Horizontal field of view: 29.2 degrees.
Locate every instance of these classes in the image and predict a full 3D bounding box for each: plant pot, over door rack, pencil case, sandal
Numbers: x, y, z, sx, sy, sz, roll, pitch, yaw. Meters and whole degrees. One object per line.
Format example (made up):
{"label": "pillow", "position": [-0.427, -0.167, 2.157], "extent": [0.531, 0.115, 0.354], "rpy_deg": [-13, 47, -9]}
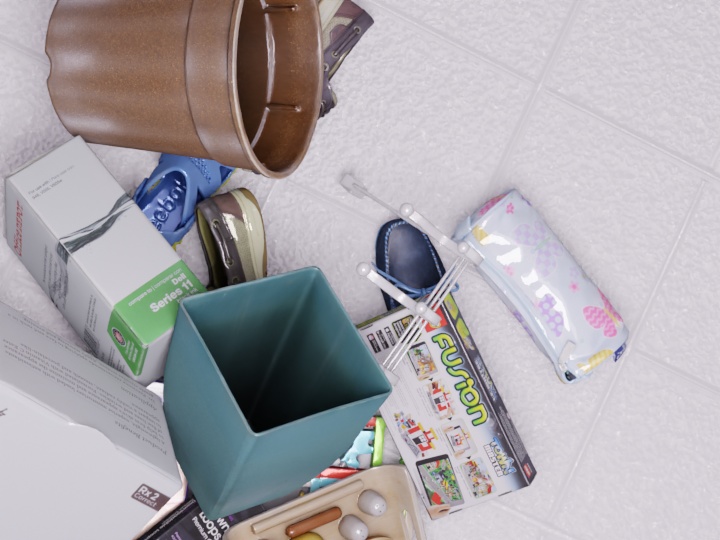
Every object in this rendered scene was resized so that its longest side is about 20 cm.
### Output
{"label": "plant pot", "position": [-0.093, 0.123, 1.222], "extent": [0.141, 0.200, 0.142], "rpy_deg": [-14, 59, -33]}
{"label": "over door rack", "position": [0.000, 0.000, 1.290], "extent": [0.148, 0.200, 0.067], "rpy_deg": [-54, 136, -4]}
{"label": "pencil case", "position": [0.175, 0.017, 1.364], "extent": [0.091, 0.083, 0.200], "rpy_deg": [-39, 94, -28]}
{"label": "plant pot", "position": [-0.158, -0.187, 1.230], "extent": [0.197, 0.200, 0.202], "rpy_deg": [5, 90, 20]}
{"label": "sandal", "position": [-0.167, -0.090, 1.321], "extent": [0.079, 0.087, 0.201], "rpy_deg": [27, 85, -5]}

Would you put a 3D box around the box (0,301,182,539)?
{"label": "box", "position": [-0.293, 0.166, 1.169], "extent": [0.200, 0.131, 0.199], "rpy_deg": [-46, 123, 12]}

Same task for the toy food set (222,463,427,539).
{"label": "toy food set", "position": [-0.026, 0.286, 1.311], "extent": [0.199, 0.060, 0.144], "rpy_deg": [-19, 102, -23]}

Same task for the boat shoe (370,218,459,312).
{"label": "boat shoe", "position": [0.070, 0.044, 1.358], "extent": [0.084, 0.069, 0.201], "rpy_deg": [-20, 93, -7]}

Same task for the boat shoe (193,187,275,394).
{"label": "boat shoe", "position": [-0.122, 0.024, 1.322], "extent": [0.064, 0.073, 0.201], "rpy_deg": [-12, 97, -26]}

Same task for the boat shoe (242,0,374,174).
{"label": "boat shoe", "position": [-0.051, -0.178, 1.343], "extent": [0.065, 0.072, 0.201], "rpy_deg": [27, 81, -2]}

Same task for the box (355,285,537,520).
{"label": "box", "position": [0.076, 0.128, 1.313], "extent": [0.110, 0.035, 0.201], "rpy_deg": [-23, 95, 23]}

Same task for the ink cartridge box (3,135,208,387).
{"label": "ink cartridge box", "position": [-0.233, -0.002, 1.256], "extent": [0.083, 0.147, 0.200], "rpy_deg": [-36, 80, -25]}

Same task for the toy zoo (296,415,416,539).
{"label": "toy zoo", "position": [-0.042, 0.204, 1.369], "extent": [0.199, 0.020, 0.132], "rpy_deg": [6, 90, -7]}

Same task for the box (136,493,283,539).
{"label": "box", "position": [-0.159, 0.300, 1.296], "extent": [0.200, 0.036, 0.143], "rpy_deg": [-38, 111, -23]}

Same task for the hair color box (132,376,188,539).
{"label": "hair color box", "position": [-0.219, 0.200, 1.326], "extent": [0.109, 0.065, 0.201], "rpy_deg": [10, 90, -8]}
